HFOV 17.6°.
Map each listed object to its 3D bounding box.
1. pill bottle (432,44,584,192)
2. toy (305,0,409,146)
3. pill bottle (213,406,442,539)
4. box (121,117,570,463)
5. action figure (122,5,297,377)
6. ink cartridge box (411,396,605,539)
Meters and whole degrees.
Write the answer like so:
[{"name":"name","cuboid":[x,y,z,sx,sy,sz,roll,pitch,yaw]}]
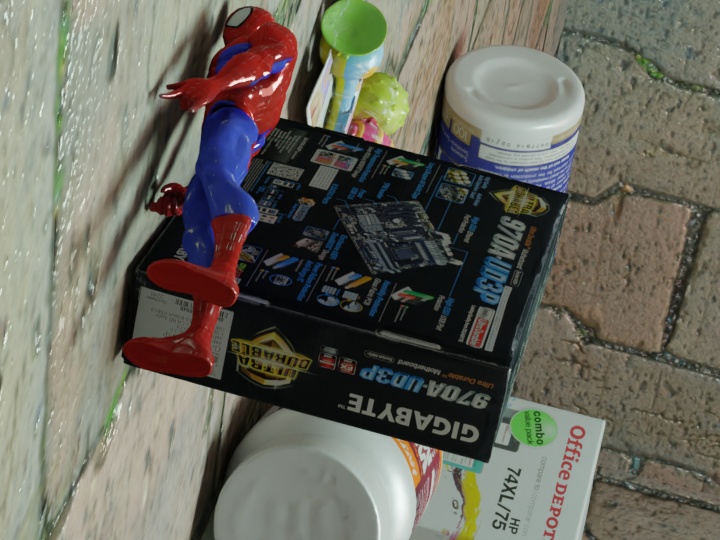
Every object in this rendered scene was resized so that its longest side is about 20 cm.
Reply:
[{"name":"pill bottle","cuboid":[0.118,-0.079,1.983,0.120,0.119,0.201,-68,169,-50]},{"name":"toy","cuboid":[0.000,-0.082,1.314,0.200,0.047,0.116,89,17,-62]},{"name":"pill bottle","cuboid":[-0.018,0.122,1.310,0.200,0.109,0.110,-42,145,-78]},{"name":"box","cuboid":[0.000,0.000,1.011,0.200,0.158,0.046,-64,167,-64]},{"name":"action figure","cuboid":[-0.057,-0.046,0.924,0.201,0.051,0.066,-76,-179,-51]},{"name":"ink cartridge box","cuboid":[0.075,0.190,1.811,0.147,0.198,0.147,96,10,-47]}]
